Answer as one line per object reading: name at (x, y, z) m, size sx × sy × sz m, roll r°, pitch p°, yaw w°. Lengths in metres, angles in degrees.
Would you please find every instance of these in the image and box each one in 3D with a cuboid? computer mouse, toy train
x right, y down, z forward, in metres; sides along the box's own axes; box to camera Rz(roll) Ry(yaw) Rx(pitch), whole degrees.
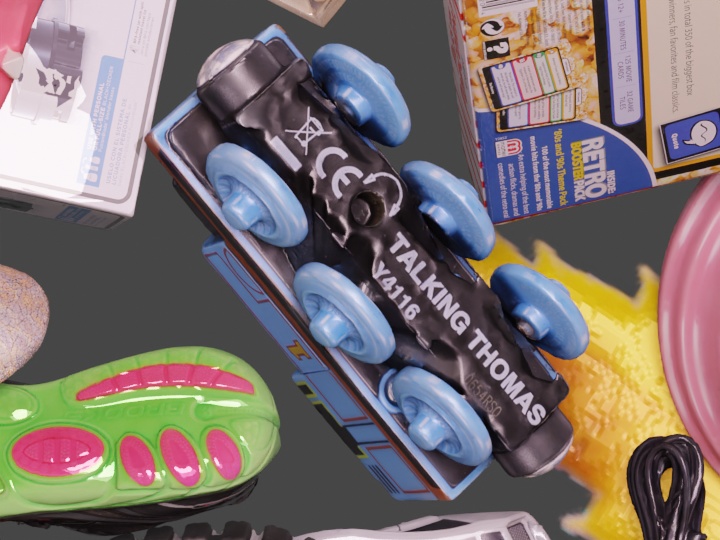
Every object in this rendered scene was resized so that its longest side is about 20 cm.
computer mouse at (0.042, 0.128, 0.974) m, size 0.199 × 0.044 × 0.110 m, roll -5°, pitch 84°, yaw -8°
toy train at (0.000, 0.000, 0.934) m, size 0.087 × 0.114 × 0.200 m, roll -45°, pitch 102°, yaw -22°

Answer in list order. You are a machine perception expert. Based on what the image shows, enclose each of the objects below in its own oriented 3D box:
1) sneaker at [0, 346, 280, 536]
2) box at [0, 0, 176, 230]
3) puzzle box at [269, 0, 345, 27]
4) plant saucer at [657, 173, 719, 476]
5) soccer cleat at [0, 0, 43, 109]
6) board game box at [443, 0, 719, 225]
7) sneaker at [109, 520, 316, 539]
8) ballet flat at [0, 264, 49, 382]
sneaker at (-0.128, 0.072, 0.922) m, size 0.199 × 0.084 × 0.077 m, roll 2°, pitch 64°, yaw 5°
box at (-0.174, -0.092, 0.929) m, size 0.199 × 0.060 × 0.117 m, roll 13°, pitch 84°, yaw -12°
puzzle box at (-0.034, -0.169, 0.898) m, size 0.133 × 0.200 × 0.026 m, roll 26°, pitch 61°, yaw -10°
plant saucer at (0.218, 0.023, 0.981) m, size 0.200 × 0.051 × 0.201 m, roll 2°, pitch 106°, yaw 6°
soccer cleat at (-0.148, -0.102, 0.880) m, size 0.067 × 0.076 × 0.200 m, roll 30°, pitch 97°, yaw -41°
board game box at (0.131, -0.100, 0.896) m, size 0.199 × 0.152 × 0.046 m, roll -12°, pitch 51°, yaw -2°
sneaker at (-0.086, 0.147, 0.919) m, size 0.199 × 0.078 × 0.091 m, roll -5°, pitch 99°, yaw 14°
ballet flat at (-0.212, 0.022, 0.875) m, size 0.199 × 0.067 × 0.068 m, roll -10°, pitch 59°, yaw 6°
